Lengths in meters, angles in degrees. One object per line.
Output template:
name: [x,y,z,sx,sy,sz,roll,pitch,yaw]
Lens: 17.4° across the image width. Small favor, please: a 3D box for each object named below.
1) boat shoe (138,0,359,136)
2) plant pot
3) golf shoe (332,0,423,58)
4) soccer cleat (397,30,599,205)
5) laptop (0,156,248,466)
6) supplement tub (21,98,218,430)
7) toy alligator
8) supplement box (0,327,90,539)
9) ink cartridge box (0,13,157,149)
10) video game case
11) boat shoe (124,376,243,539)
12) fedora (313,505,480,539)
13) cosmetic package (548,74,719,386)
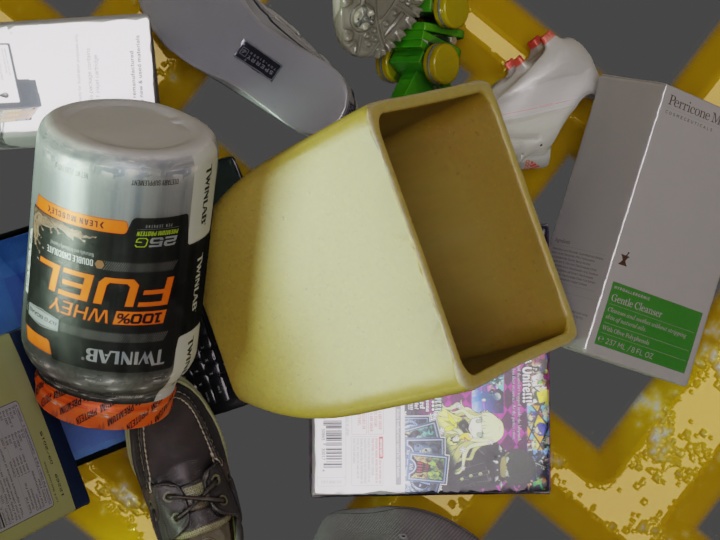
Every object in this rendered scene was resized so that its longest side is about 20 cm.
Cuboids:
boat shoe: [-0.078,-0.162,1.716,0.199,0.066,0.072,34,91,18]
plant pot: [0.000,0.000,1.622,0.199,0.195,0.196,-20,89,30]
golf shoe: [0.004,-0.251,1.716,0.078,0.097,0.202,15,82,-38]
soccer cleat: [0.097,-0.092,1.730,0.200,0.069,0.078,-41,97,-6]
laptop: [-0.163,0.034,1.687,0.199,0.103,0.179,-18,92,9]
supplement tub: [-0.163,-0.004,1.571,0.121,0.123,0.202,5,112,-4]
toy alligator: [0.057,-0.197,1.737,0.054,0.059,0.202,18,79,-48]
supplement box: [-0.333,0.149,1.591,0.199,0.199,0.135,-21,91,31]
ink cartridge box: [-0.243,-0.130,1.663,0.198,0.146,0.085,-4,90,-4]
video game case: [0.050,0.066,1.739,0.180,0.036,0.202,-1,90,-4]
boat shoe: [-0.116,0.168,1.678,0.073,0.065,0.201,-22,118,-12]
fedora: [0.025,0.228,1.694,0.198,0.177,0.091,11,58,10]
cosmetic package: [0.206,-0.030,1.712,0.107,0.085,0.202,17,90,-32]
